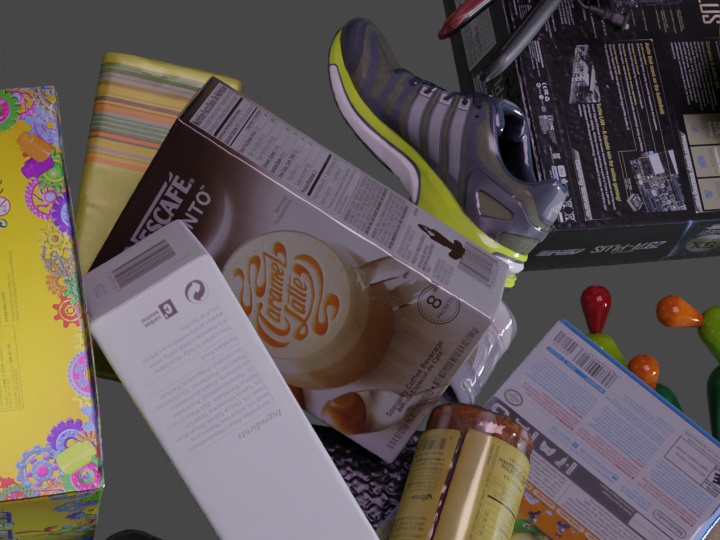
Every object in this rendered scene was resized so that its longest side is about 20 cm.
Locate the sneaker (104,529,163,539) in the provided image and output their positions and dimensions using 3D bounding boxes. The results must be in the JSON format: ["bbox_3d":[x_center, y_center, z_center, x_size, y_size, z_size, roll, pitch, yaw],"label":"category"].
[{"bbox_3d":[-0.059,0.208,1.047,0.200,0.090,0.066,46,63,-1],"label":"sneaker"}]

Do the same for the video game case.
[{"bbox_3d":[0.107,0.141,1.099,0.143,0.018,0.200,39,68,11],"label":"video game case"}]

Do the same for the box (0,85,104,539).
[{"bbox_3d":[-0.202,0.039,0.988,0.122,0.193,0.201,-7,74,-11],"label":"box"}]

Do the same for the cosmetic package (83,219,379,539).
[{"bbox_3d":[-0.066,0.082,1.015,0.071,0.101,0.200,-32,106,-5],"label":"cosmetic package"}]

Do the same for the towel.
[{"bbox_3d":[-0.125,-0.030,1.147,0.086,0.018,0.201,12,69,-11],"label":"towel"}]

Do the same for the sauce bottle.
[{"bbox_3d":[0.037,0.170,1.035,0.066,0.066,0.200,25,67,-10],"label":"sauce bottle"}]

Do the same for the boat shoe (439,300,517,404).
[{"bbox_3d":[0.000,0.001,1.150,0.202,0.074,0.065,39,59,-11],"label":"boat shoe"}]

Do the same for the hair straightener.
[{"bbox_3d":[0.135,-0.173,1.185,0.077,0.041,0.200,47,59,0],"label":"hair straightener"}]

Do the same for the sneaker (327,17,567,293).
[{"bbox_3d":[0.054,-0.083,1.166,0.200,0.081,0.074,54,20,24],"label":"sneaker"}]

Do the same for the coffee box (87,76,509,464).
[{"bbox_3d":[-0.033,0.000,1.081,0.200,0.114,0.080,32,26,-4],"label":"coffee box"}]

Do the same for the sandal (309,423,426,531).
[{"bbox_3d":[0.007,0.127,1.130,0.200,0.048,0.076,14,69,-2],"label":"sandal"}]

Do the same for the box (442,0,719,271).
[{"bbox_3d":[0.155,-0.110,1.234,0.163,0.086,0.201,-5,74,-21],"label":"box"}]

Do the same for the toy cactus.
[{"bbox_3d":[0.217,0.093,1.200,0.199,0.102,0.166,12,87,-19],"label":"toy cactus"}]
